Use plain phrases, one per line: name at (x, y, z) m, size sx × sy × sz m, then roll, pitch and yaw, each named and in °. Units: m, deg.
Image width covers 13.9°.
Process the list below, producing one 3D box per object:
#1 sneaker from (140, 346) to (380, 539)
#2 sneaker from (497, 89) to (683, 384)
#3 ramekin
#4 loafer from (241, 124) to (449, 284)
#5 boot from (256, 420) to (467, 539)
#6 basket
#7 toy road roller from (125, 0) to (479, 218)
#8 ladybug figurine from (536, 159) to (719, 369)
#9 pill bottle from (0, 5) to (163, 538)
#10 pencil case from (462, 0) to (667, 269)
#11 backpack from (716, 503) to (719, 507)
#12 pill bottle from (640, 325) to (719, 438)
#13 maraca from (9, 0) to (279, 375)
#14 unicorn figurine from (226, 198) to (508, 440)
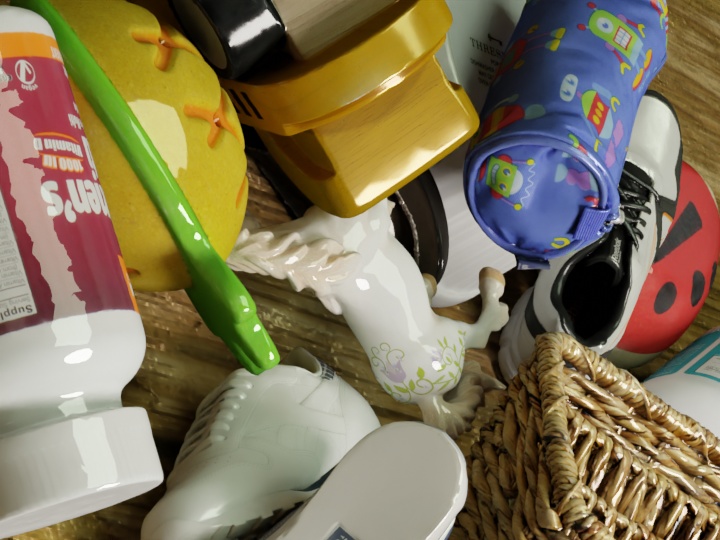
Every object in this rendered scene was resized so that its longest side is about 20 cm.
sneaker at (-0.054, 0.090, 1.362) m, size 0.081 × 0.076 × 0.200 m, roll 56°, pitch 24°, yaw 6°
sneaker at (0.144, -0.019, 1.675) m, size 0.074 × 0.080 × 0.200 m, roll 24°, pitch 66°, yaw -8°
ramekin at (0.051, -0.088, 1.623) m, size 0.202 × 0.094 × 0.203 m, roll 37°, pitch 42°, yaw -43°
loafer at (-0.030, -0.064, 1.506) m, size 0.200 × 0.073 × 0.071 m, roll 57°, pitch 36°, yaw -5°
boot at (-0.029, 0.153, 1.290) m, size 0.073 × 0.200 × 0.090 m, roll 46°, pitch -12°, yaw 15°
basket at (0.145, 0.144, 1.426) m, size 0.200 × 0.149 × 0.143 m, roll 35°, pitch -2°, yaw -26°
toy road roller at (-0.029, -0.108, 1.386) m, size 0.146 × 0.123 × 0.200 m, roll 61°, pitch -16°, yaw -19°
ladybug figurine at (0.167, -0.015, 1.794) m, size 0.136 × 0.072 × 0.200 m, roll 62°, pitch 29°, yaw -12°
pill bottle at (-0.151, 0.003, 1.199) m, size 0.110 × 0.109 × 0.200 m, roll -4°, pitch 74°, yaw -60°
pencil case at (0.111, -0.087, 1.542) m, size 0.087 × 0.078 × 0.200 m, roll 29°, pitch 39°, yaw -7°
backpack at (0.197, 0.234, 1.595) m, size 0.168 × 0.162 × 0.200 m, roll 44°, pitch 22°, yaw -73°
pill bottle at (0.205, 0.104, 1.739) m, size 0.200 × 0.111 × 0.111 m, roll -28°, pitch 96°, yaw -61°
maraca at (-0.097, -0.039, 1.306) m, size 0.200 × 0.107 × 0.137 m, roll 56°, pitch -6°, yaw 0°
unicorn figurine at (0.000, 0.000, 1.423) m, size 0.200 × 0.074 × 0.137 m, roll 44°, pitch 38°, yaw -6°
